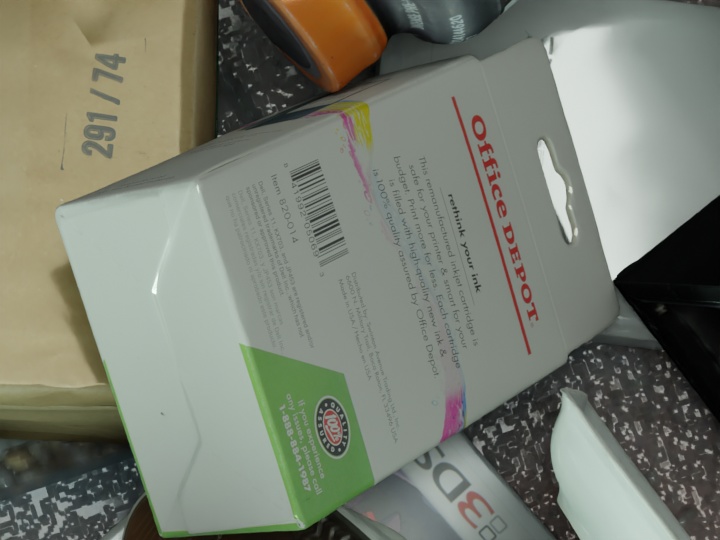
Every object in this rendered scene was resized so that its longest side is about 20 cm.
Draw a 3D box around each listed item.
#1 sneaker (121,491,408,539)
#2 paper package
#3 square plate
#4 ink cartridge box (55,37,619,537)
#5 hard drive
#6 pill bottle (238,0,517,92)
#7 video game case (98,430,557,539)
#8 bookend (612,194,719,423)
[{"bbox_3d":[0.012,0.128,0.889,0.199,0.085,0.073,18,80,20],"label":"sneaker"},{"bbox_3d":[-0.145,-0.042,0.906,0.189,0.103,0.201,1,77,-8],"label":"paper package"},{"bbox_3d":[0.120,0.128,0.855,0.028,0.198,0.200,-35,83,4],"label":"square plate"},{"bbox_3d":[0.000,0.000,0.873,0.200,0.067,0.118,-27,103,-49],"label":"ink cartridge box"},{"bbox_3d":[0.102,-0.038,0.972,0.199,0.027,0.133,7,77,-5],"label":"hard drive"},{"bbox_3d":[0.041,-0.150,0.879,0.200,0.106,0.106,-42,85,-7],"label":"pill bottle"},{"bbox_3d":[-0.014,0.148,0.920,0.200,0.023,0.182,-41,85,-13],"label":"video game case"},{"bbox_3d":[0.195,0.054,0.856,0.092,0.199,0.200,-38,94,-4],"label":"bookend"}]
